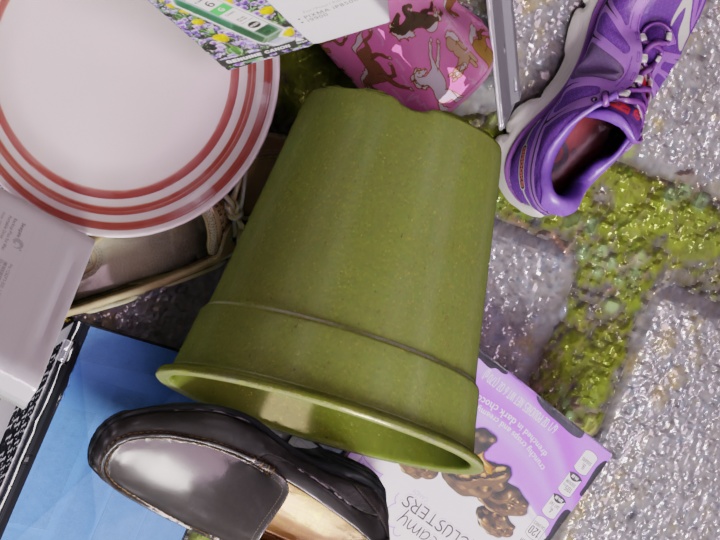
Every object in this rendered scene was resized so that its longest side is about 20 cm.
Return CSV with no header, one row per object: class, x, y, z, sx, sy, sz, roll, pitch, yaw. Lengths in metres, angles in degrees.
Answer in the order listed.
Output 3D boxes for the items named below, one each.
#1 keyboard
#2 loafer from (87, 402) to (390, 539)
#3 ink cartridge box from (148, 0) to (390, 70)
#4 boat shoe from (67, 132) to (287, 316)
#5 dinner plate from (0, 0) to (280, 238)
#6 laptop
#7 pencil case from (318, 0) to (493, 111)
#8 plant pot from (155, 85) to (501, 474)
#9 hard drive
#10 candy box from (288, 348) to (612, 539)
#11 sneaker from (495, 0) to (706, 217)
keyboard,0.082,-0.190,1.680,0.011,0.056,0.201,0,110,17
loafer,-0.065,0.132,1.612,0.199,0.072,0.073,15,116,-24
ink cartridge box,-0.073,-0.182,1.492,0.108,0.051,0.200,-15,155,20
boat shoe,-0.115,-0.023,1.630,0.199,0.063,0.074,-20,113,-18
dinner plate,-0.143,-0.120,1.591,0.199,0.024,0.202,0,90,-20
laptop,-0.168,0.138,1.618,0.115,0.200,0.188,25,102,5
pencil case,-0.002,-0.181,1.625,0.082,0.087,0.200,-25,121,24
plant pot,0.000,0.000,1.598,0.199,0.200,0.191,21,79,-29
hard drive,-0.253,-0.018,1.505,0.199,0.132,0.026,29,129,-11
candy box,0.036,0.145,1.747,0.167,0.071,0.201,37,88,-29
sneaker,0.167,-0.116,1.723,0.080,0.083,0.201,32,90,-29
